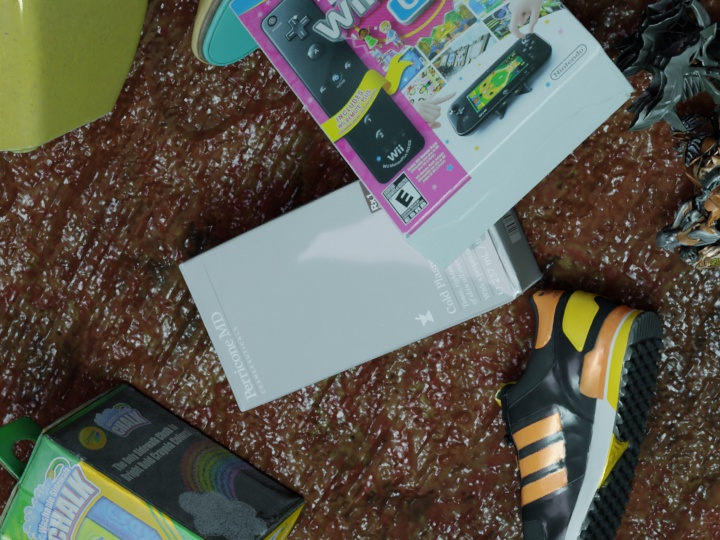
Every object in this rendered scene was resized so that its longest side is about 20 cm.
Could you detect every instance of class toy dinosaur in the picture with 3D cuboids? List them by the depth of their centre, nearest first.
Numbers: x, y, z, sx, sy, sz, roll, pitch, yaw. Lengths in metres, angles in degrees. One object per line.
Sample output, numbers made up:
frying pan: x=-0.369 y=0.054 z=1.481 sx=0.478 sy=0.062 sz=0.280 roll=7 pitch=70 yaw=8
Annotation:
toy dinosaur: x=0.219 y=-0.099 z=0.899 sx=0.135 sy=0.102 sz=0.202 roll=23 pitch=94 yaw=-11

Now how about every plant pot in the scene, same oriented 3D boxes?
plant pot: x=-0.238 y=-0.179 z=0.977 sx=0.193 sy=0.194 sz=0.202 roll=-2 pitch=106 yaw=19

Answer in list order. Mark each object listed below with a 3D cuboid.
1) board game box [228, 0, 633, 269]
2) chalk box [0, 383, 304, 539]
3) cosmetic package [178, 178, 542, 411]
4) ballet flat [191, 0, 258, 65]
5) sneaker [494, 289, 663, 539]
board game box: x=0.035 y=-0.126 z=0.901 sx=0.147 sy=0.064 sz=0.201 roll=-43 pitch=58 yaw=10
chalk box: x=-0.163 y=0.167 z=1.054 sx=0.199 sy=0.124 sz=0.125 roll=30 pitch=109 yaw=11
cosmetic package: x=0.000 y=0.000 z=0.983 sx=0.199 sy=0.090 sz=0.108 roll=-26 pitch=90 yaw=18
ballet flat: x=-0.045 y=-0.216 z=0.975 sx=0.200 sy=0.068 sz=0.063 roll=-49 pitch=56 yaw=18
sneaker: x=0.121 y=0.107 z=0.983 sx=0.089 sy=0.070 sz=0.202 roll=22 pitch=108 yaw=29
